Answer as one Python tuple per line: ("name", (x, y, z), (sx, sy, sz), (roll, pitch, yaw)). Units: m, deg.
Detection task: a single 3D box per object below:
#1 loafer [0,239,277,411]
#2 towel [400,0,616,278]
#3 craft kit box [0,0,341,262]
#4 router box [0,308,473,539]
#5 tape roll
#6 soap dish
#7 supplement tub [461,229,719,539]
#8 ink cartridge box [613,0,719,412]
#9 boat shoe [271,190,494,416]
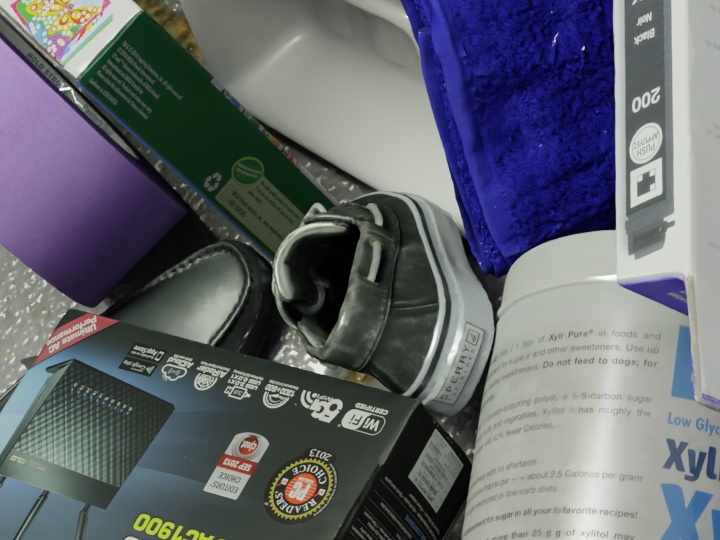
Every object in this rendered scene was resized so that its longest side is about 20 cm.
("loafer", (-0.120, 0.060, 1.082), (0.200, 0.070, 0.068), (-43, 52, 3))
("towel", (0.121, -0.091, 0.948), (0.199, 0.148, 0.050), (-24, 32, -8))
("craft kit box", (-0.112, -0.098, 1.083), (0.049, 0.200, 0.197), (-49, 53, -2))
("router box", (-0.074, 0.107, 0.951), (0.199, 0.062, 0.150), (12, 62, 39))
("tape roll", (-0.170, -0.075, 1.101), (0.066, 0.200, 0.200), (-46, 52, 1))
("soap dish", (0.005, -0.112, 1.059), (0.200, 0.158, 0.081), (30, 65, 37))
("supplement tub", (0.102, 0.101, 0.896), (0.131, 0.132, 0.201), (-3, 64, 28))
("ink cartridge box", (0.175, -0.009, 0.877), (0.043, 0.198, 0.201), (-30, 47, 44))
("boat shoe", (0.000, 0.000, 0.992), (0.072, 0.071, 0.200), (-65, 16, 5))
